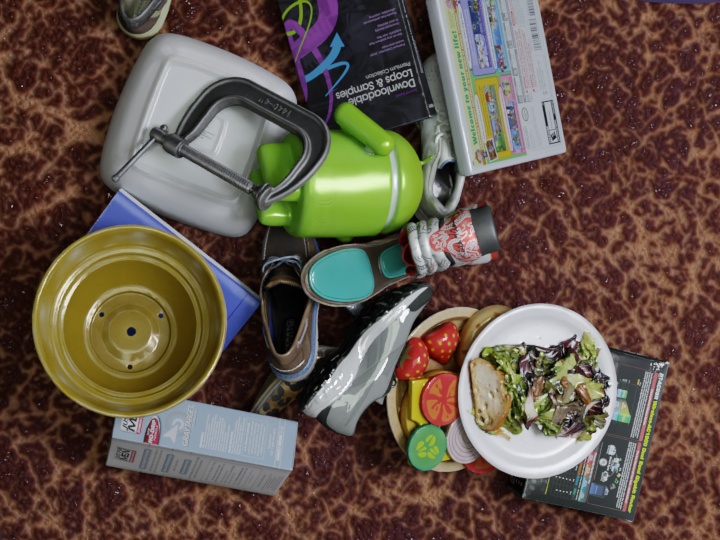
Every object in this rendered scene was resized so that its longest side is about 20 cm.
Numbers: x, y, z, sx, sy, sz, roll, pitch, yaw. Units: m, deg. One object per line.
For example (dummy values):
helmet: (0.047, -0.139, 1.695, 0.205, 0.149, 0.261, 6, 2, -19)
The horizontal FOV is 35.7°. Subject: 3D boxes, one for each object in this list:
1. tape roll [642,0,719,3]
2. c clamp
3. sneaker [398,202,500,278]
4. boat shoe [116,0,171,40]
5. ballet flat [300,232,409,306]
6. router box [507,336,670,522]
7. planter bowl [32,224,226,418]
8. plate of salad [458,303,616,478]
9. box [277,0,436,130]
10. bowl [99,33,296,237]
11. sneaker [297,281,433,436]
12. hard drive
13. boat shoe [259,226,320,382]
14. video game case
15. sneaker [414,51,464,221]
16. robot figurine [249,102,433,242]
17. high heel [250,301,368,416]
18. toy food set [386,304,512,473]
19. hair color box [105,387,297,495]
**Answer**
tape roll: (0.363, -0.371, 1.282, 0.197, 0.200, 0.086, 5, 91, -11)
c clamp: (-0.135, -0.123, 1.171, 0.198, 0.027, 0.172, 24, 68, 22)
sneaker: (0.098, -0.033, 1.259, 0.106, 0.201, 0.068, -14, 88, 5)
boat shoe: (-0.221, -0.357, 1.238, 0.072, 0.065, 0.203, 13, 89, -9)
ballet flat: (0.000, 0.000, 1.267, 0.198, 0.067, 0.069, -12, 93, -38)
router box: (0.276, 0.188, 1.358, 0.148, 0.062, 0.203, 14, 90, -10)
planter bowl: (-0.244, 0.059, 1.193, 0.197, 0.083, 0.204, 3, 78, -11)
plate of salad: (0.208, 0.140, 1.283, 0.197, 0.048, 0.203, 0, 92, -14)
box: (-0.007, -0.251, 1.267, 0.141, 0.036, 0.203, -15, 96, 20)
bowl: (-0.179, -0.154, 1.252, 0.198, 0.075, 0.202, 21, 88, -10)
sneaker: (0.016, 0.095, 1.242, 0.079, 0.074, 0.201, 43, 78, -14)
hard drive: (-0.228, 0.022, 1.256, 0.199, 0.025, 0.132, 38, 103, -10)
boat shoe: (-0.078, 0.017, 1.245, 0.071, 0.073, 0.203, -9, 66, 3)
video game case: (0.160, -0.222, 1.296, 0.181, 0.022, 0.203, -16, 97, -42)
sneaker: (0.100, -0.154, 1.298, 0.073, 0.087, 0.203, -1, 92, -10)
robot figurine: (-0.019, -0.096, 1.228, 0.197, 0.176, 0.117, -3, 54, -21)
high heel: (-0.024, 0.139, 1.296, 0.143, 0.071, 0.200, 45, 82, -12)
toy food set: (0.118, 0.143, 1.307, 0.198, 0.048, 0.201, -5, 99, -31)
hair color box: (-0.178, 0.193, 1.245, 0.197, 0.099, 0.061, 12, 60, -11)
